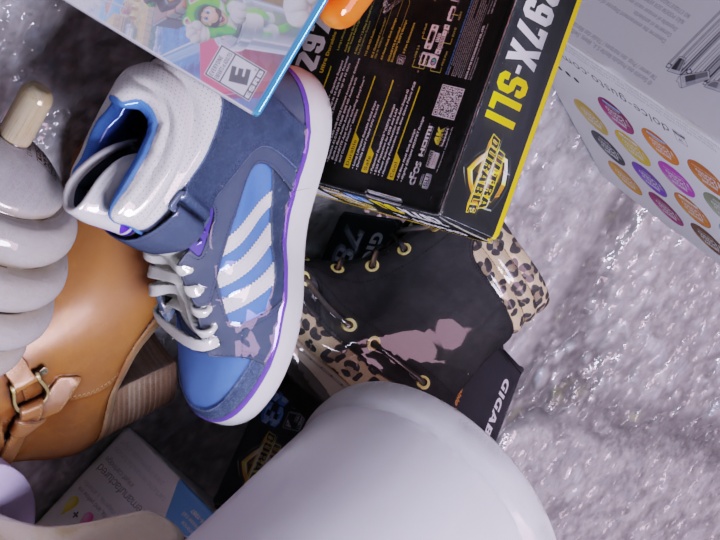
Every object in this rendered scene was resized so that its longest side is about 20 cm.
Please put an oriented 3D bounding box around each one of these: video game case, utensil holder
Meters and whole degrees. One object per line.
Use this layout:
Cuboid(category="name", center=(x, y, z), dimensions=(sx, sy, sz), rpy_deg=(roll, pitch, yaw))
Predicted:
Cuboid(category="video game case", center=(-0.097, -0.185, 1.261), dimensions=(0.144, 0.199, 0.018), rpy_deg=(-58, -176, 11))
Cuboid(category="utensil holder", center=(-0.020, 0.181, 1.390), dimensions=(0.200, 0.169, 0.171), rpy_deg=(-40, 143, -37))

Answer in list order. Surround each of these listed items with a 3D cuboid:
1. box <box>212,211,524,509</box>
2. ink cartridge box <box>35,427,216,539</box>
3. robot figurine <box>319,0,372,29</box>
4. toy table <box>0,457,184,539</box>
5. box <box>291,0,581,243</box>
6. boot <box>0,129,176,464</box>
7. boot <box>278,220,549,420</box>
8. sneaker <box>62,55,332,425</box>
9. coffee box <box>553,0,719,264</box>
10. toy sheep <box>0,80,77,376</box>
Cuboid(category="box", center=(0.011, 0.099, 1.612), dimensions=(0.199, 0.049, 0.201), rpy_deg=(48, 59, -48))
Cuboid(category="ink cartridge box", center=(-0.141, 0.222, 1.563), dimensions=(0.200, 0.128, 0.125), rpy_deg=(-47, 140, -4))
Cuboid(category="robot figurine", center=(-0.035, -0.196, 1.324), dimensions=(0.200, 0.117, 0.144), rpy_deg=(-37, 159, 8))
Cuboid(category="toy table", center=(-0.191, 0.178, 1.395), dimensions=(0.184, 0.117, 0.200), rpy_deg=(-57, 164, 6))
Cuboid(category="box", center=(0.036, -0.128, 1.382), dimensions=(0.049, 0.159, 0.201), rpy_deg=(22, 86, -41))
Cuboid(category="boot", center=(-0.176, 0.028, 1.424), dimensions=(0.154, 0.074, 0.201), rpy_deg=(-22, 131, -24))
Cuboid(category="boot", center=(0.000, 0.000, 1.504), dimensions=(0.150, 0.200, 0.073), rpy_deg=(-42, -179, -18))
Cuboid(category="sneaker", center=(-0.099, -0.014, 1.343), dimensions=(0.146, 0.080, 0.201), rpy_deg=(-3, 115, -42))
Cuboid(category="coffee box", center=(0.247, -0.127, 1.590), dimensions=(0.200, 0.200, 0.198), rpy_deg=(-44, 141, -7))
Cuboid(category="toy sheep", center=(-0.207, -0.010, 1.319), dimensions=(0.137, 0.138, 0.200), rpy_deg=(6, 128, -45))
